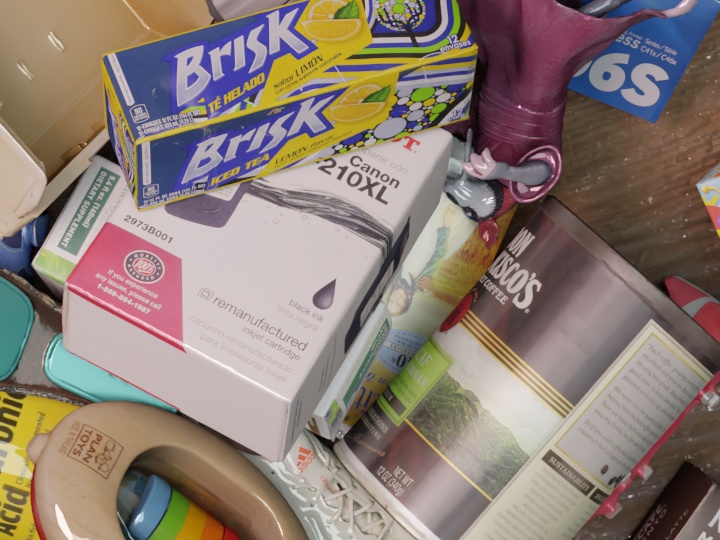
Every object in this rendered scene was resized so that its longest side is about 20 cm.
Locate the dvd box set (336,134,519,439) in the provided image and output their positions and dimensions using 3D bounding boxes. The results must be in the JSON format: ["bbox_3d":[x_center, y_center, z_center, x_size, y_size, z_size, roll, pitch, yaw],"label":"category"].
[{"bbox_3d":[0.000,0.000,1.731,0.146,0.029,0.201,24,95,-7],"label":"dvd box set"}]

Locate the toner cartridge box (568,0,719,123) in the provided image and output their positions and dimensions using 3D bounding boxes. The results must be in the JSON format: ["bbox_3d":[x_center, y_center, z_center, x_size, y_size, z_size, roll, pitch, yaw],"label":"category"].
[{"bbox_3d":[0.109,-0.170,1.694,0.199,0.043,0.095,21,122,-10],"label":"toner cartridge box"}]

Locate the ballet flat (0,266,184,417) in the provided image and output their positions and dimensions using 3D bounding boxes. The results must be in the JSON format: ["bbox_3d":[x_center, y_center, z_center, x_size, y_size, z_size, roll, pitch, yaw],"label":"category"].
[{"bbox_3d":[-0.193,0.041,1.632,0.199,0.075,0.068,23,87,-19],"label":"ballet flat"}]

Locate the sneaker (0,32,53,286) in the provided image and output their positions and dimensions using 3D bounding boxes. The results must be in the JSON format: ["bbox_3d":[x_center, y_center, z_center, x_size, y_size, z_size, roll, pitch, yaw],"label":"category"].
[{"bbox_3d":[-0.209,-0.052,1.682,0.082,0.074,0.202,-10,100,-7],"label":"sneaker"}]

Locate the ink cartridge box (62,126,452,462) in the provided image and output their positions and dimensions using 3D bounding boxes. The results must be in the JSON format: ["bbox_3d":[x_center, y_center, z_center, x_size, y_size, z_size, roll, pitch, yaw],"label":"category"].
[{"bbox_3d":[-0.056,-0.017,1.583,0.144,0.085,0.201,27,61,9],"label":"ink cartridge box"}]

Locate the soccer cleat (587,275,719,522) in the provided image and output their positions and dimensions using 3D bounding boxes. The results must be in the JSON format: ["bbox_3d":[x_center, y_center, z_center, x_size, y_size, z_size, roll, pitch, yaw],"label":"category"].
[{"bbox_3d":[0.157,0.093,1.753,0.200,0.067,0.077,-46,70,6],"label":"soccer cleat"}]

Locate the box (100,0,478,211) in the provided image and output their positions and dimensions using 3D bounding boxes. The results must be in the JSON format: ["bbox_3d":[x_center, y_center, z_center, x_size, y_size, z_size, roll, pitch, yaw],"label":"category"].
[{"bbox_3d":[-0.039,-0.101,1.541,0.199,0.070,0.065,-17,60,-13],"label":"box"}]

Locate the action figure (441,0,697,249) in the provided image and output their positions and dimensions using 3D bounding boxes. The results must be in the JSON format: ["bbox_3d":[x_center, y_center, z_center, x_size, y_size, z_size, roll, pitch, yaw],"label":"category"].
[{"bbox_3d":[0.096,-0.108,1.664,0.148,0.134,0.201,-13,130,-28],"label":"action figure"}]

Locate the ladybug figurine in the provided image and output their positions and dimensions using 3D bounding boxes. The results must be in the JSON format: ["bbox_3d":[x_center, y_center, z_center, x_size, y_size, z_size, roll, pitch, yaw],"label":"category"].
[{"bbox_3d":[-0.113,0.156,1.603,0.200,0.072,0.136,40,49,-15],"label":"ladybug figurine"}]

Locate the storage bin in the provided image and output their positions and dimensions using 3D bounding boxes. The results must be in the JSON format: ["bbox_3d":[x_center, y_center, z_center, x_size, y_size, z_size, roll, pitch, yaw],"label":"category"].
[{"bbox_3d":[-0.196,-0.157,1.606,0.199,0.094,0.200,49,51,-10],"label":"storage bin"}]

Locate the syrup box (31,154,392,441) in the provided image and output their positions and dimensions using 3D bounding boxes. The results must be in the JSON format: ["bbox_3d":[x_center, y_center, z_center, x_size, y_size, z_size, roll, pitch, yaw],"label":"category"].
[{"bbox_3d":[-0.086,0.017,1.664,0.199,0.081,0.079,27,79,10],"label":"syrup box"}]

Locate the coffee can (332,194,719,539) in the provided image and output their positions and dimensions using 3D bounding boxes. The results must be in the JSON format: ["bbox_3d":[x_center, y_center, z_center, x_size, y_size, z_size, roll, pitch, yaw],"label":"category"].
[{"bbox_3d":[0.102,0.078,1.665,0.146,0.146,0.200,40,93,-10],"label":"coffee can"}]

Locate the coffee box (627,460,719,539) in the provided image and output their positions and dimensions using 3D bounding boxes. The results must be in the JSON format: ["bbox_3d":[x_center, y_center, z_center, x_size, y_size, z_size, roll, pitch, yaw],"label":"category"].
[{"bbox_3d":[0.258,0.225,1.765,0.199,0.080,0.115,36,93,-10],"label":"coffee box"}]

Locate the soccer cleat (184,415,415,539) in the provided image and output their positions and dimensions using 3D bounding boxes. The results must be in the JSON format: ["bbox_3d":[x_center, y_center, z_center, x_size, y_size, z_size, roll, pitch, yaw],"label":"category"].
[{"bbox_3d":[-0.030,0.136,1.704,0.199,0.069,0.078,27,130,5],"label":"soccer cleat"}]

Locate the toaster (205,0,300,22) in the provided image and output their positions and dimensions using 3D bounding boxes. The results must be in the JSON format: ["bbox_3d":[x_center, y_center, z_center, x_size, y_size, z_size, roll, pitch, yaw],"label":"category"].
[{"bbox_3d":[-0.019,-0.232,1.621,0.113,0.129,0.202,12,68,-35],"label":"toaster"}]

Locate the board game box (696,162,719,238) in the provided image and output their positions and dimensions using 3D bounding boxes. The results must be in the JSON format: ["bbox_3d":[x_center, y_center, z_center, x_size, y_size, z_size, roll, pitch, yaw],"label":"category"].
[{"bbox_3d":[0.304,0.005,1.710,0.103,0.105,0.201,-19,102,35],"label":"board game box"}]

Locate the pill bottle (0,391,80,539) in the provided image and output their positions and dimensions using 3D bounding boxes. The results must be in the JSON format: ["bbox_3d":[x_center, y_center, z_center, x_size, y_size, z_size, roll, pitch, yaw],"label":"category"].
[{"bbox_3d":[-0.238,0.098,1.679,0.199,0.111,0.112,19,95,-8],"label":"pill bottle"}]
